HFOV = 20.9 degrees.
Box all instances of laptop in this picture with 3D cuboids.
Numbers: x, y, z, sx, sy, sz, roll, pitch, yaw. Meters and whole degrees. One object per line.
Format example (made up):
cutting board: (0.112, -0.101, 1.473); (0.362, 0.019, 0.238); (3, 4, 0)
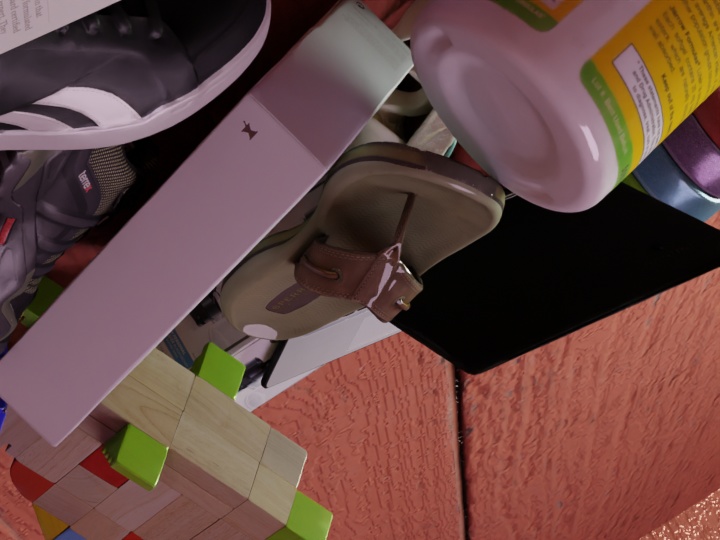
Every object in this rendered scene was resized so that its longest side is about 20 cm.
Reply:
laptop: (0.072, 0.026, 1.050); (0.186, 0.116, 0.200); (-21, 157, -29)

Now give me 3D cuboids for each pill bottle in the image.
pill bottle: (0.126, -0.128, 0.851); (0.200, 0.111, 0.111); (-43, 165, -18)

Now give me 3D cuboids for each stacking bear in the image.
stacking bear: (0.159, -0.059, 1.196); (0.200, 0.122, 0.113); (-35, 164, 30)

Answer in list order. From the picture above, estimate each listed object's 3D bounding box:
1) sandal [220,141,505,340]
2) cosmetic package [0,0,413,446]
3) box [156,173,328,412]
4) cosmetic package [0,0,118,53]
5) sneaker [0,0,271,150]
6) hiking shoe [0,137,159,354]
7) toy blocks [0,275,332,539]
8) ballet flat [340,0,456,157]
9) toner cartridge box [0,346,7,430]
sandal: (0.000, 0.001, 0.909); (0.079, 0.058, 0.201); (19, 148, -23)
cosmetic package: (-0.071, -0.025, 0.894); (0.200, 0.052, 0.151); (-44, -176, 29)
box: (-0.029, 0.007, 1.116); (0.199, 0.060, 0.117); (-33, 161, -2)
cosmetic package: (-0.099, -0.138, 0.580); (0.199, 0.108, 0.085); (-29, 160, -17)
sneaker: (-0.119, -0.094, 0.684); (0.199, 0.073, 0.112); (-18, 157, -18)
hiking shoe: (-0.134, -0.027, 0.840); (0.100, 0.076, 0.200); (-16, 154, -33)
toy blocks: (-0.130, 0.103, 1.036); (0.137, 0.199, 0.100); (-38, -155, 41)
ballet flat: (0.029, -0.095, 0.985); (0.062, 0.068, 0.200); (17, 130, -30)
toner cartridge box: (-0.237, 0.095, 0.970); (0.094, 0.043, 0.200); (7, 146, -18)
